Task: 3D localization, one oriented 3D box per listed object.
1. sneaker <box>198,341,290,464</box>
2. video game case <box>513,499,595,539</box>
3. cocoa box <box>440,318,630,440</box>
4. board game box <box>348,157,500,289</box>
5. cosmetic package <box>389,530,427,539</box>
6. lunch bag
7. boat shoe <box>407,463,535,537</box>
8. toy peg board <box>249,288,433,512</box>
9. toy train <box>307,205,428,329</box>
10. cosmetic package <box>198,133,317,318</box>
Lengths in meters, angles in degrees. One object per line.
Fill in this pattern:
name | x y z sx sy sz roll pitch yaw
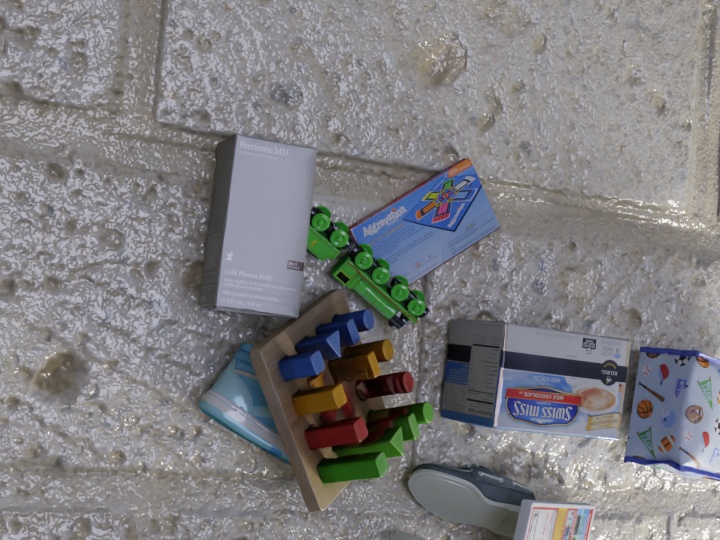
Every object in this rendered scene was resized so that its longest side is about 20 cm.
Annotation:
sneaker | -0.078 0.156 1.463 0.200 0.079 0.131 35 75 -24
video game case | 0.243 0.369 1.604 0.200 0.017 0.144 18 84 -55
cocoa box | 0.222 0.139 1.588 0.199 0.133 0.132 9 86 -27
board game box | 0.081 -0.053 1.583 0.199 0.019 0.103 -31 105 -24
cosmetic package | 0.118 0.407 1.559 0.200 0.082 0.051 45 68 -20
lunch bag | 0.478 0.205 1.733 0.199 0.123 0.171 19 81 -40
boat shoe | 0.147 0.284 1.599 0.199 0.073 0.062 23 38 -19
toy peg board | -0.008 0.139 1.434 0.200 0.097 0.200 -37 111 -57
toy train | 0.000 0.000 1.514 0.200 0.042 0.056 42 106 -14
cosmetic package | -0.118 -0.049 1.439 0.106 0.090 0.201 6 88 -21
